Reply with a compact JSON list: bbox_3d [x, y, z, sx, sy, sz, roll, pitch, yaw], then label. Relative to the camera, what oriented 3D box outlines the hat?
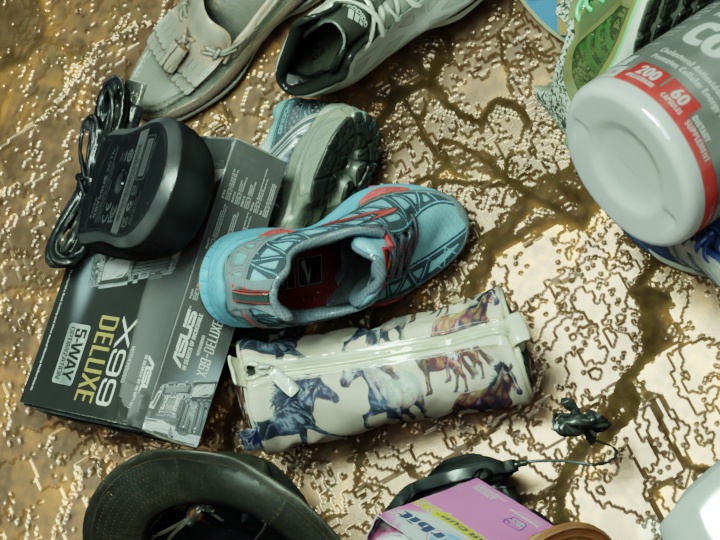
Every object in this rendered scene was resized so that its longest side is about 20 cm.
[{"bbox_3d":[-0.075,0.176,1.568,0.199,0.202,0.081,10,35,15],"label":"hat"}]

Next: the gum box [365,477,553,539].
[{"bbox_3d":[0.034,0.237,1.472,0.066,0.113,0.201,30,114,28],"label":"gum box"}]

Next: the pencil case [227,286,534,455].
[{"bbox_3d":[0.016,0.065,1.565,0.199,0.089,0.078,-12,79,8],"label":"pencil case"}]

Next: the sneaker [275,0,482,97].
[{"bbox_3d":[0.025,-0.176,1.591,0.200,0.115,0.076,-39,96,19],"label":"sneaker"}]

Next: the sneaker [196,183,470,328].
[{"bbox_3d":[0.000,0.000,1.550,0.095,0.199,0.080,12,117,55],"label":"sneaker"}]

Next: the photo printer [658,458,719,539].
[{"bbox_3d":[0.295,0.159,1.479,0.200,0.069,0.167,-41,70,3],"label":"photo printer"}]

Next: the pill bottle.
[{"bbox_3d":[0.235,-0.110,1.503,0.200,0.114,0.114,-34,68,-25],"label":"pill bottle"}]

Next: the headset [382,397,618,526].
[{"bbox_3d":[0.084,0.163,1.525,0.200,0.094,0.124,-47,70,13],"label":"headset"}]

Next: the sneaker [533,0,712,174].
[{"bbox_3d":[0.161,-0.160,1.553,0.089,0.077,0.201,42,127,26],"label":"sneaker"}]

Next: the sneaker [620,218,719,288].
[{"bbox_3d":[0.237,-0.023,1.531,0.200,0.088,0.075,34,89,22],"label":"sneaker"}]

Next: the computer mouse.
[{"bbox_3d":[-0.138,-0.055,1.564,0.053,0.200,0.139,21,86,-24],"label":"computer mouse"}]

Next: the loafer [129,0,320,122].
[{"bbox_3d":[-0.090,-0.183,1.674,0.200,0.063,0.072,-40,71,3],"label":"loafer"}]

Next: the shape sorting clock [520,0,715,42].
[{"bbox_3d":[0.169,-0.236,1.578,0.199,0.039,0.201,14,116,32],"label":"shape sorting clock"}]

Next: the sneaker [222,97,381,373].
[{"bbox_3d":[-0.062,-0.026,1.635,0.086,0.078,0.201,25,84,40],"label":"sneaker"}]

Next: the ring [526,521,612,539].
[{"bbox_3d":[0.092,0.241,1.453,0.019,0.200,0.201,29,85,36],"label":"ring"}]

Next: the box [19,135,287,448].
[{"bbox_3d":[-0.139,0.010,1.608,0.157,0.050,0.201,7,77,53],"label":"box"}]
